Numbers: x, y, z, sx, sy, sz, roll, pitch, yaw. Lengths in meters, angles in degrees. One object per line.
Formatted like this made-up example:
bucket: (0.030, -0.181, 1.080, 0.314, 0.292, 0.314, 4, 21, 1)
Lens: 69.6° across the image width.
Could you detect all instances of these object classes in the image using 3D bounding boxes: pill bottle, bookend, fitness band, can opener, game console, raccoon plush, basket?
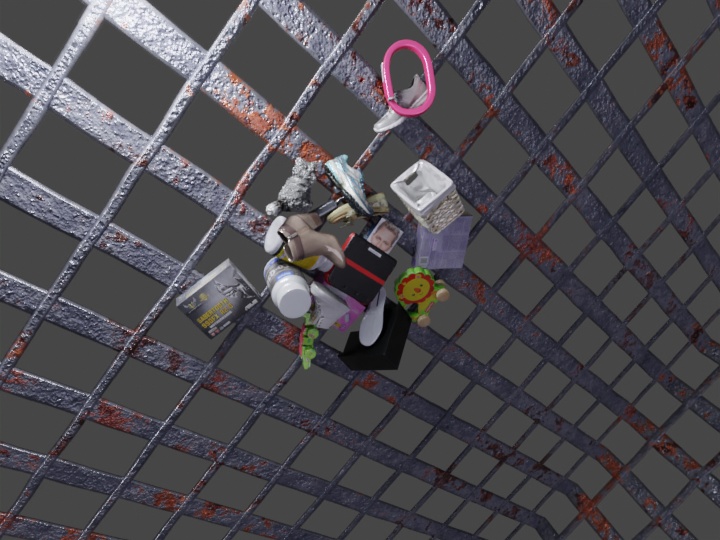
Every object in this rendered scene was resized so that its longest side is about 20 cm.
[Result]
pill bottle: (-0.172, -0.070, 1.519, 0.198, 0.113, 0.114, 24, 105, -30)
bookend: (0.050, 0.229, 1.761, 0.197, 0.201, 0.092, -10, 135, 36)
pill bottle: (-0.211, 0.047, 1.510, 0.111, 0.200, 0.116, -9, 119, -17)
fitness band: (0.131, -0.522, 1.411, 0.140, 0.037, 0.205, -9, 91, -7)
can opener: (-0.095, -0.204, 1.529, 0.198, 0.053, 0.068, -31, 91, -4)
game console: (0.000, 0.000, 1.606, 0.198, 0.031, 0.179, 30, 95, -33)
raccoon plush: (-0.176, -0.228, 1.406, 0.095, 0.200, 0.137, 16, 112, 6)
basket: (0.202, -0.217, 1.548, 0.135, 0.201, 0.124, -38, 128, 1)

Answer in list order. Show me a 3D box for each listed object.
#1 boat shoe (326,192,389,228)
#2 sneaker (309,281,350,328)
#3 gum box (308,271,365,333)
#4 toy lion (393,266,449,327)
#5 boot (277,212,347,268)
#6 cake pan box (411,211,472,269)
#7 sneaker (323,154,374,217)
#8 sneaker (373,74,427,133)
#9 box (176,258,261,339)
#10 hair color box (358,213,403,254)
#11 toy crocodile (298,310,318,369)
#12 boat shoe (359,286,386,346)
boat shoe: (-0.005, -0.174, 1.545, 0.197, 0.073, 0.064, -22, 87, -13)
sneaker: (-0.117, 0.115, 1.555, 0.115, 0.074, 0.200, -43, 143, 3)
gum box: (-0.085, 0.103, 1.670, 0.114, 0.066, 0.199, -47, 123, 5)
toy lion: (0.190, 0.083, 1.757, 0.189, 0.069, 0.202, 18, 122, -22)
boot: (-0.138, -0.064, 1.429, 0.146, 0.070, 0.202, -35, 93, -37)
cake pan box: (0.270, -0.096, 1.724, 0.180, 0.052, 0.204, -3, 117, -18)
sneaker: (-0.015, -0.244, 1.473, 0.086, 0.078, 0.201, -37, 88, -11)
sneaker: (0.108, -0.468, 1.466, 0.199, 0.075, 0.082, -42, 108, -4)
box: (-0.417, 0.086, 1.537, 0.199, 0.048, 0.159, -37, 124, -2)
hair color box: (0.035, -0.072, 1.634, 0.099, 0.061, 0.202, 28, 102, -31)
toy crocodile: (-0.176, 0.228, 1.698, 0.060, 0.068, 0.204, 1, 113, -16)
boat shoe: (0.046, 0.150, 1.704, 0.071, 0.071, 0.204, 16, 80, 3)
